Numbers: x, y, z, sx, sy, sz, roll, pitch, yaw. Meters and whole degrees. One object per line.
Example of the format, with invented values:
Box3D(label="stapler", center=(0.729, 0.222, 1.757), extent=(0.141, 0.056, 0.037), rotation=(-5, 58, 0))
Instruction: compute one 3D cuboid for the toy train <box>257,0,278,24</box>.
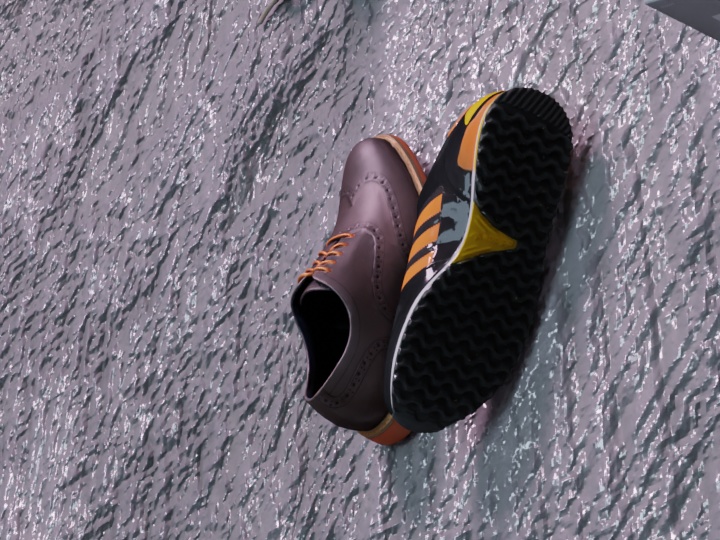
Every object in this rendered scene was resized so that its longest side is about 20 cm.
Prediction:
Box3D(label="toy train", center=(-0.053, -0.241, 1.712), extent=(0.200, 0.115, 0.085), rotation=(-43, 40, 34))

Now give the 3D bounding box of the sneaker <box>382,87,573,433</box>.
Box3D(label="sneaker", center=(0.059, -0.005, 1.471), extent=(0.201, 0.070, 0.090), rotation=(-71, 17, -3))

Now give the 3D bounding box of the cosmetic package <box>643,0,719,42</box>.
Box3D(label="cosmetic package", center=(0.212, -0.215, 1.315), extent=(0.090, 0.106, 0.202), rotation=(-16, 61, 52))

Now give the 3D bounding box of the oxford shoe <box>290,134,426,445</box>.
Box3D(label="oxford shoe", center=(0.000, 0.000, 1.536), extent=(0.071, 0.072, 0.201), rotation=(-35, 45, 42))
